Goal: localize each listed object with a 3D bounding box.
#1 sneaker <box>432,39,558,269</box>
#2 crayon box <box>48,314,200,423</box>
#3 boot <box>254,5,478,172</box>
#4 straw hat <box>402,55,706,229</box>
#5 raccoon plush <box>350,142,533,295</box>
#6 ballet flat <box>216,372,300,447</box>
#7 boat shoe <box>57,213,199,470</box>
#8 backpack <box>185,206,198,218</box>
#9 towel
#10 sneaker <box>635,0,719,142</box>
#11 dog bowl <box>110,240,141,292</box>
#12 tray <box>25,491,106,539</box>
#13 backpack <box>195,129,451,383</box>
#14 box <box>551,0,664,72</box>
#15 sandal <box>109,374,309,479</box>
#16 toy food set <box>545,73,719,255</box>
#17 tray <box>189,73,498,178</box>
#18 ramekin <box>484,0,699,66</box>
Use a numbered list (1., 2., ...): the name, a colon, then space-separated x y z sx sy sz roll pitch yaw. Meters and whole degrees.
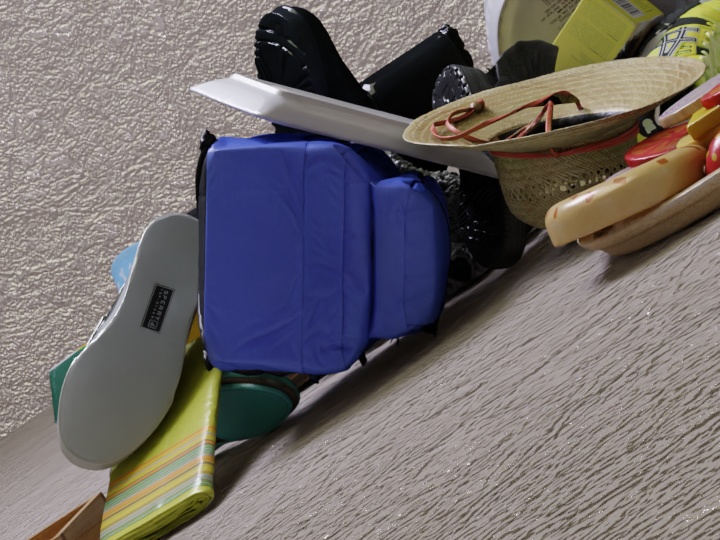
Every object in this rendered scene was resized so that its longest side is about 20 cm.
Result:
1. sneaker: 0.114 -0.084 1.677 0.104 0.200 0.060 9 -38 -33
2. crayon box: -0.135 0.068 1.833 0.126 0.052 0.200 13 -35 -38
3. boot: 0.013 -0.136 1.775 0.162 0.199 0.073 -30 36 -26
4. straw hat: 0.134 -0.072 1.535 0.201 0.085 0.201 -13 14 3
5. raccoon plush: 0.060 -0.066 1.731 0.200 0.134 0.097 -38 5 -39
6. ballet flat: -0.107 0.091 1.663 0.200 0.067 0.070 -33 31 45
7. boat shoe: -0.150 0.056 1.592 0.064 0.071 0.200 118 177 -58
8. backpack: -0.093 -0.007 2.134 0.176 0.153 0.200 -29 16 33
9. towel: -0.125 0.111 1.549 0.086 0.018 0.200 -30 26 17
10. sneaker: 0.240 -0.139 1.732 0.076 0.075 0.200 -3 31 47
11. dog bowl: -0.131 0.035 1.882 0.111 0.050 0.200 -12 -26 2
12. tray: -0.256 0.227 1.581 0.200 0.037 0.099 -33 4 14
13. backpack: -0.024 -0.008 1.574 0.167 0.163 0.200 6 4 4
14. box: 0.150 -0.125 1.796 0.200 0.050 0.075 -56 -13 26
15. sandal: -0.108 0.096 1.769 0.200 0.055 0.082 -34 4 10
16. toy food set: 0.199 -0.073 1.347 0.200 0.049 0.198 -34 4 17
17. tray: -0.006 -0.100 1.583 0.107 0.200 0.022 26 102 56
18. ramekin: 0.191 -0.197 1.860 0.200 0.200 0.105 -33 13 23
